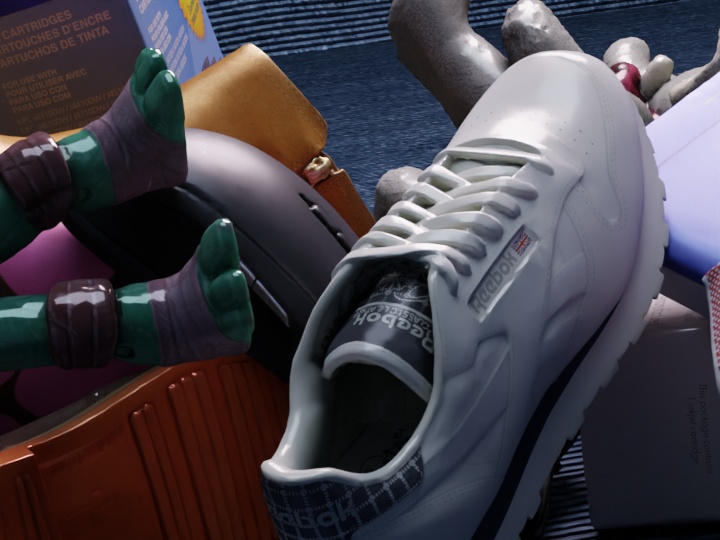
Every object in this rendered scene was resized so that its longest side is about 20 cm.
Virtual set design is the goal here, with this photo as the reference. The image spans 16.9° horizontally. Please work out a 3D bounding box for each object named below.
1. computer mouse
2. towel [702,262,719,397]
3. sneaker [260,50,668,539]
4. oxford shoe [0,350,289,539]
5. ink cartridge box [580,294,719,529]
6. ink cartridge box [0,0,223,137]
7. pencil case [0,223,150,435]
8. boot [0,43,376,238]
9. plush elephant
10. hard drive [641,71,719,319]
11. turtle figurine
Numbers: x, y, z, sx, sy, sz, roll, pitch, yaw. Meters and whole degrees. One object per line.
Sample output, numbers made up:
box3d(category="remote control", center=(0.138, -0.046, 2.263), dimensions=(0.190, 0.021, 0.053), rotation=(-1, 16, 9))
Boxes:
box3d(category="computer mouse", center=(0.000, 0.000, 0.802), dimensions=(0.200, 0.046, 0.140), rotation=(38, 25, 6))
box3d(category="towel", center=(0.195, 0.046, 0.613), dimensions=(0.200, 0.030, 0.146), rotation=(-7, 46, 3))
box3d(category="sneaker", center=(0.031, 0.006, 0.702), dimensions=(0.076, 0.081, 0.200), rotation=(1, 54, 32))
box3d(category="oxford shoe", center=(-0.083, 0.066, 0.772), dimensions=(0.200, 0.071, 0.073), rotation=(-16, 9, -40))
box3d(category="ink cartridge box", center=(0.175, 0.031, 0.785), dimensions=(0.200, 0.068, 0.116), rotation=(-4, 11, 11))
box3d(category="ink cartridge box", center=(-0.110, -0.094, 1.022), dimensions=(0.076, 0.200, 0.136), rotation=(-18, 21, 10))
box3d(category="pencil case", center=(-0.088, 0.026, 0.832), dimensions=(0.200, 0.094, 0.091), rotation=(9, 3, -29))
box3d(category="boot", center=(-0.093, -0.040, 0.906), dimensions=(0.144, 0.201, 0.071), rotation=(-48, 22, -17))
box3d(category="plush elephant", center=(0.119, -0.057, 1.098), dimensions=(0.155, 0.165, 0.200), rotation=(-28, 48, -28))
box3d(category="hard drive", center=(0.175, -0.014, 0.730), dimensions=(0.132, 0.025, 0.200), rotation=(-36, 42, -25))
box3d(category="turtle figurine", center=(-0.139, 0.005, 0.696), dimensions=(0.200, 0.150, 0.101), rotation=(-16, -9, -14))
